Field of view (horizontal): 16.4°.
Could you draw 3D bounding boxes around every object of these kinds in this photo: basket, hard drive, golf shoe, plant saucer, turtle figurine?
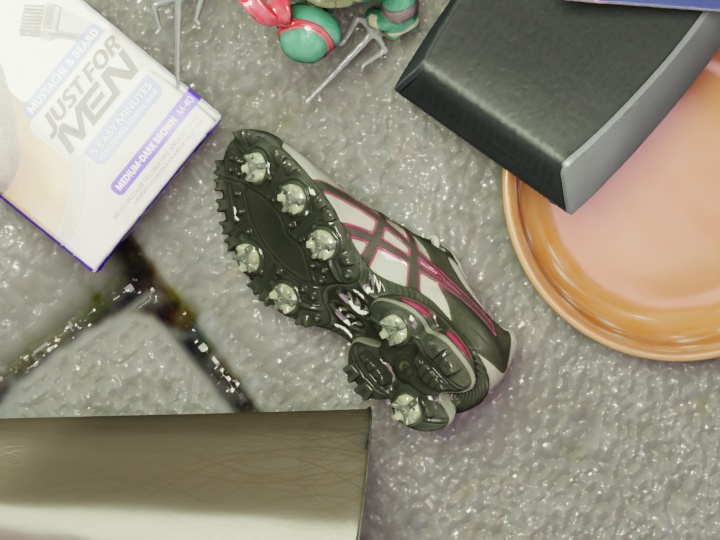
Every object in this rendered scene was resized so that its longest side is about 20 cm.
[{"bbox_3d":[-0.104,0.150,1.336,0.200,0.136,0.181,7,88,-2],"label":"basket"},{"bbox_3d":[0.125,-0.143,1.351,0.135,0.042,0.200,36,76,12],"label":"hard drive"},{"bbox_3d":[0.000,0.000,1.372,0.200,0.088,0.077,49,128,11],"label":"golf shoe"},{"bbox_3d":[0.175,-0.050,1.399,0.200,0.037,0.201,0,93,-7],"label":"plant saucer"},{"bbox_3d":[-0.020,-0.172,1.330,0.150,0.101,0.200,25,69,-24],"label":"turtle figurine"}]

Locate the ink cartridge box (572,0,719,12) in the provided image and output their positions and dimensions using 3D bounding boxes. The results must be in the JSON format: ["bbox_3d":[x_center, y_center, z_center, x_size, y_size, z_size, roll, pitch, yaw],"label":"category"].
[{"bbox_3d":[0.197,-0.231,1.343,0.196,0.043,0.200,3,60,-7],"label":"ink cartridge box"}]

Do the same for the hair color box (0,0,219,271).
[{"bbox_3d":[-0.185,-0.104,1.339,0.200,0.065,0.109,39,89,-5],"label":"hair color box"}]
